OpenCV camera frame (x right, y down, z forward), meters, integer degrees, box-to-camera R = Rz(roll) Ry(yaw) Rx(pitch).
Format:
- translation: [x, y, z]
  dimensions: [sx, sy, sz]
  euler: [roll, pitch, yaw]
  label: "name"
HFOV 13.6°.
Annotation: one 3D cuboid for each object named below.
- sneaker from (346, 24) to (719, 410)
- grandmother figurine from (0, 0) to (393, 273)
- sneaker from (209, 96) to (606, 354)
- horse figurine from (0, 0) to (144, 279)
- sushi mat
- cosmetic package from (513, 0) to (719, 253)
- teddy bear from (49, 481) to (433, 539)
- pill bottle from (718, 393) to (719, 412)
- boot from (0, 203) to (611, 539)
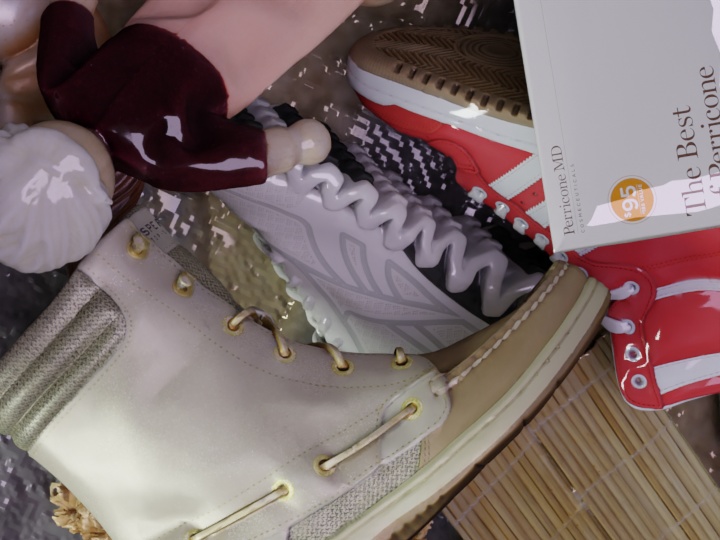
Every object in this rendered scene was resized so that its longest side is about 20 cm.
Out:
- translation: [0.082, -0.018, 1.126]
  dimensions: [0.199, 0.071, 0.113]
  euler: [18, 122, 12]
  label: "sneaker"
- translation: [-0.065, -0.067, 1.069]
  dimensions: [0.200, 0.121, 0.061]
  euler: [-43, 149, -34]
  label: "grandmother figurine"
- translation: [0.000, 0.000, 1.147]
  dimensions: [0.200, 0.075, 0.081]
  euler: [30, 102, -21]
  label: "sneaker"
- translation: [-0.147, -0.081, 1.104]
  dimensions: [0.200, 0.050, 0.133]
  euler: [40, 92, -17]
  label: "horse figurine"
- translation: [0.108, 0.117, 1.197]
  dimensions: [0.096, 0.012, 0.200]
  euler: [-41, 124, -7]
  label: "sushi mat"
- translation: [0.090, -0.111, 1.045]
  dimensions: [0.082, 0.051, 0.201]
  euler: [-10, 90, 8]
  label: "cosmetic package"
- translation: [-0.065, 0.135, 1.130]
  dimensions: [0.145, 0.067, 0.200]
  euler: [18, 68, 20]
  label: "teddy bear"
- translation: [0.253, 0.051, 1.206]
  dimensions: [0.199, 0.110, 0.110]
  euler: [-15, 103, -13]
  label: "pill bottle"
- translation: [-0.024, 0.030, 1.074]
  dimensions: [0.200, 0.072, 0.155]
  euler: [-42, 85, -6]
  label: "boot"
